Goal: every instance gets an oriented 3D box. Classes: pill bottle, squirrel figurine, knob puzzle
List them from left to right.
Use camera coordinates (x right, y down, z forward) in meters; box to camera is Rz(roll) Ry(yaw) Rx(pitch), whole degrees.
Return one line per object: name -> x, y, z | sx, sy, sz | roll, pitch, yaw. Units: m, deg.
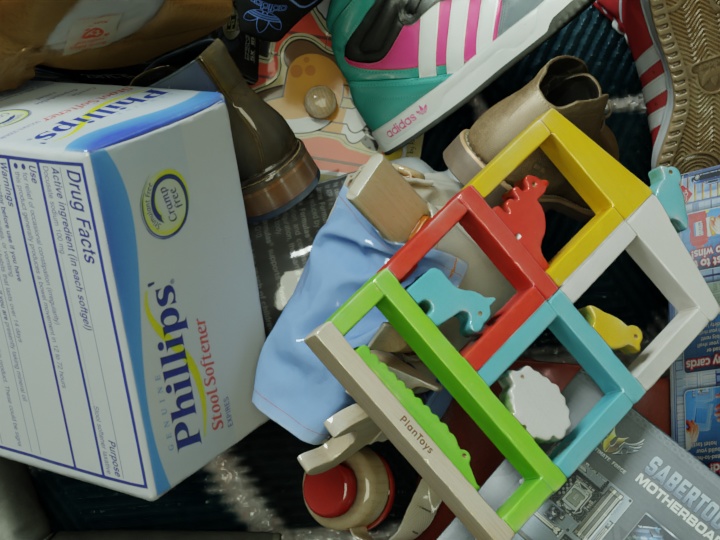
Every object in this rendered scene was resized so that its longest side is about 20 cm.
squirrel figurine -> -0.184, -0.198, 0.812 | 0.199, 0.141, 0.188 | -25, 76, 12
knob puzzle -> -0.052, -0.148, 0.952 | 0.218, 0.030, 0.222 | 0, 89, 2
pill bottle -> 0.000, 0.000, 0.904 | 0.199, 0.113, 0.114 | -16, 88, 2

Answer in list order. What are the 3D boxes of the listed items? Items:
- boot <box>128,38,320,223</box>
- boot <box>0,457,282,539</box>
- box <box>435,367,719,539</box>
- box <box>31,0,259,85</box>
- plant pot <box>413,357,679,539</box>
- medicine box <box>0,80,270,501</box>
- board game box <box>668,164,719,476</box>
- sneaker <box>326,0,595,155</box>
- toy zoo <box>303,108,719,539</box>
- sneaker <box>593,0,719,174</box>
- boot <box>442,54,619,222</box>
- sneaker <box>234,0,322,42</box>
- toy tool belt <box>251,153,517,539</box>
boot -> -0.118, -0.077, 0.884 | 0.199, 0.075, 0.097 | -6, 125, 39
boot -> -0.147, 0.163, 0.927 | 0.198, 0.073, 0.183 | 2, 102, 9
box -> 0.133, 0.169, 0.737 | 0.200, 0.051, 0.158 | 38, 83, 21
box -> -0.143, -0.214, 0.913 | 0.163, 0.086, 0.202 | 3, 89, 16
plant pot -> 0.107, 0.156, 0.866 | 0.199, 0.201, 0.197 | 7, 81, 2
medicine box -> -0.159, 0.002, 0.822 | 0.199, 0.103, 0.183 | 8, 116, 36
board game box -> 0.234, 0.075, 0.850 | 0.200, 0.061, 0.201 | 33, 60, -37
sneaker -> 0.055, -0.167, 0.878 | 0.200, 0.084, 0.121 | -35, 94, 29
toy zoo -> 0.086, 0.015, 0.735 | 0.200, 0.020, 0.131 | -44, 95, -22
sneaker -> 0.187, -0.121, 0.930 | 0.071, 0.113, 0.201 | -14, 119, -5
boot -> 0.117, -0.075, 0.858 | 0.074, 0.200, 0.076 | 45, 111, 12
sneaker -> -0.040, -0.197, 0.880 | 0.070, 0.200, 0.078 | 19, 119, -3
toy tool belt -> -0.003, 0.042, 0.786 | 0.124, 0.123, 0.201 | 28, 100, 32
